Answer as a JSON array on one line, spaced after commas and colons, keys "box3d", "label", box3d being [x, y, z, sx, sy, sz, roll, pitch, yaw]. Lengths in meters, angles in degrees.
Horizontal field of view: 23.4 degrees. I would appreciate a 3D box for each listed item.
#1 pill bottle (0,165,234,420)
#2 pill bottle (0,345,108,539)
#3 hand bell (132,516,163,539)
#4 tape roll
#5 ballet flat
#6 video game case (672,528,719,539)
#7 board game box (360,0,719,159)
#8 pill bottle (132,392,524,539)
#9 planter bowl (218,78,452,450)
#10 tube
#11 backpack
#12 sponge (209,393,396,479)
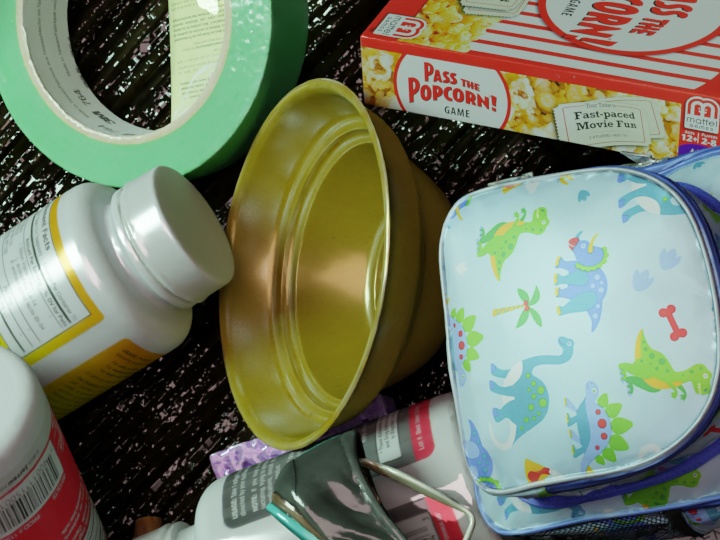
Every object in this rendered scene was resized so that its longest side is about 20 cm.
[{"box3d": [-0.174, 0.023, 1.006, 0.200, 0.109, 0.109, -31, 76, 16], "label": "pill bottle"}, {"box3d": [-0.202, 0.144, 0.957, 0.112, 0.200, 0.112, -8, 41, 7], "label": "pill bottle"}, {"box3d": [-0.114, 0.240, 0.998, 0.104, 0.104, 0.200, -11, 67, 13], "label": "hand bell"}, {"box3d": [-0.129, -0.150, 1.029, 0.200, 0.048, 0.201, 4, 99, 25], "label": "tape roll"}, {"box3d": [0.043, 0.152, 0.826, 0.200, 0.068, 0.068, 43, 81, 11], "label": "ballet flat"}, {"box3d": [0.177, 0.051, 0.889, 0.181, 0.036, 0.200, -25, 68, 26], "label": "video game case"}, {"box3d": [0.121, -0.128, 0.938, 0.200, 0.152, 0.046, 12, 131, 20], "label": "board game box"}, {"box3d": [-0.020, 0.148, 0.928, 0.200, 0.111, 0.111, -21, 78, 10], "label": "pill bottle"}, {"box3d": [0.000, 0.000, 0.955, 0.083, 0.200, 0.201, 6, 82, -29], "label": "planter bowl"}, {"box3d": [-0.091, -0.185, 1.058, 0.052, 0.058, 0.200, -4, 84, -25], "label": "tube"}, {"box3d": [0.140, 0.033, 0.807, 0.200, 0.147, 0.183, -13, 75, 27], "label": "backpack"}, {"box3d": [-0.006, 0.183, 0.993, 0.111, 0.030, 0.200, -20, 78, 11], "label": "sponge"}]
